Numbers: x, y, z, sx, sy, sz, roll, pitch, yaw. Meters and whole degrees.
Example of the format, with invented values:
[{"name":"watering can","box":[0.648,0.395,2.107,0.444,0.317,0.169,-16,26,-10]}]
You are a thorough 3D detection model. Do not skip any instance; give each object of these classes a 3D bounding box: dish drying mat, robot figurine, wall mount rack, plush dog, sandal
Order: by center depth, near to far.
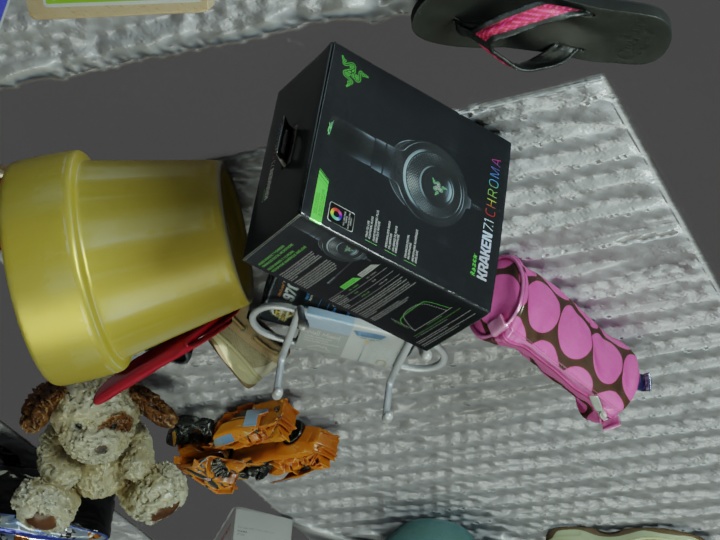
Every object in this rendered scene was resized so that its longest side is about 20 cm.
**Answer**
[{"name":"sandal","box":[0.135,-0.179,1.226,0.197,0.046,0.075,8,147,3]},{"name":"wall mount rack","box":[-0.009,0.076,1.535,0.197,0.075,0.174,13,148,-7]},{"name":"dish drying mat","box":[-0.186,0.081,1.549,0.199,0.077,0.018,-28,98,50]},{"name":"plush dog","box":[-0.293,0.182,1.826,0.197,0.161,0.173,-2,131,-15]},{"name":"robot figurine","box":[-0.130,0.203,1.856,0.199,0.059,0.145,-20,136,36]}]

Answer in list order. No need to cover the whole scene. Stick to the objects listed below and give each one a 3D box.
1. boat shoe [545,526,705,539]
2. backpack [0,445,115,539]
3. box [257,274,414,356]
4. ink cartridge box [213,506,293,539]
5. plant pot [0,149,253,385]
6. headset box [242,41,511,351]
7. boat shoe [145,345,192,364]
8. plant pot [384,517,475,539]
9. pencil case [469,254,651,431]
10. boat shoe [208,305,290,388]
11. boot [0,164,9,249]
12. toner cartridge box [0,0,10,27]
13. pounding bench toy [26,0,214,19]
[{"name":"boat shoe","box":[0.319,0.355,1.956,0.197,0.077,0.072,-3,145,18]},{"name":"backpack","box":[-0.406,0.319,2.030,0.198,0.156,0.190,18,157,-18]},{"name":"box","box":[0.000,0.000,1.530,0.157,0.046,0.201,14,147,-7]},{"name":"ink cartridge box","box":[-0.147,0.422,2.063,0.082,0.202,0.147,13,147,-12]},{"name":"plant pot","box":[-0.198,-0.015,1.440,0.186,0.203,0.202,-11,145,4]},{"name":"headset box","box":[0.011,-0.061,1.319,0.199,0.176,0.093,27,144,-23]},{"name":"boat shoe","box":[-0.247,0.034,1.623,0.199,0.068,0.071,31,141,-30]},{"name":"plant pot","box":[0.086,0.386,2.008,0.197,0.136,0.201,7,147,5]},{"name":"pencil case","box":[0.184,0.070,1.547,0.090,0.095,0.199,-23,134,40]},{"name":"boat shoe","box":[-0.140,0.029,1.602,0.064,0.071,0.201,-34,128,1]},{"name":"boot","box":[-0.367,-0.023,1.535,0.074,0.108,0.200,23,143,-18]},{"name":"toner cartridge box","box":[-0.257,-0.248,1.178,0.043,0.096,0.200,19,146,-15]},{"name":"pounding bench toy","box":[-0.107,-0.250,1.069,0.197,0.156,0.126,0,114,14]}]
